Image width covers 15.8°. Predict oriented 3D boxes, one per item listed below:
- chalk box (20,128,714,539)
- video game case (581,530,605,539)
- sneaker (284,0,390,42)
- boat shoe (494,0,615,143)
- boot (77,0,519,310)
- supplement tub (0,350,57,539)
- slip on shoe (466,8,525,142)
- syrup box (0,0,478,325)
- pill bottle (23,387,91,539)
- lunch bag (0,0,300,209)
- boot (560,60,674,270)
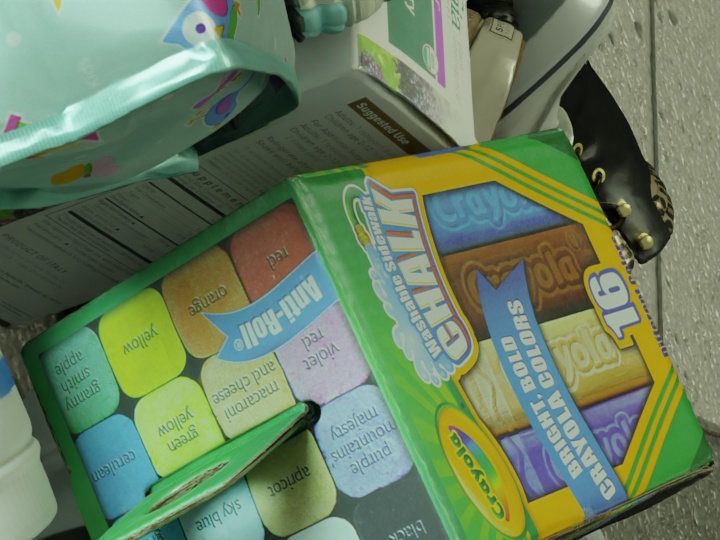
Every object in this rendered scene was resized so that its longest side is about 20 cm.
[{"bbox_3d":[-0.008,0.045,0.780,0.200,0.125,0.124,-11,75,-56],"label":"chalk box"},{"bbox_3d":[0.063,0.166,0.998,0.200,0.023,0.182,64,33,-13],"label":"video game case"},{"bbox_3d":[-0.014,-0.167,0.819,0.078,0.086,0.200,96,-24,-69],"label":"sneaker"},{"bbox_3d":[0.056,-0.055,1.097,0.066,0.200,0.072,31,39,-14],"label":"boat shoe"},{"bbox_3d":[-0.022,-0.040,0.996,0.079,0.158,0.211,45,37,-39],"label":"boot"},{"bbox_3d":[-0.179,0.001,0.719,0.132,0.132,0.200,-35,104,-61],"label":"supplement tub"},{"bbox_3d":[0.000,0.000,0.929,0.076,0.061,0.200,-83,-169,-81],"label":"slip on shoe"},{"bbox_3d":[-0.064,-0.054,0.885,0.081,0.200,0.079,35,45,-49],"label":"syrup box"},{"bbox_3d":[-0.063,0.135,0.860,0.114,0.114,0.200,30,48,-51],"label":"pill bottle"},{"bbox_3d":[-0.089,-0.106,0.722,0.200,0.122,0.170,-18,86,-80],"label":"lunch bag"},{"bbox_3d":[0.094,-0.055,1.311,0.151,0.073,0.200,60,24,-19],"label":"boot"}]
